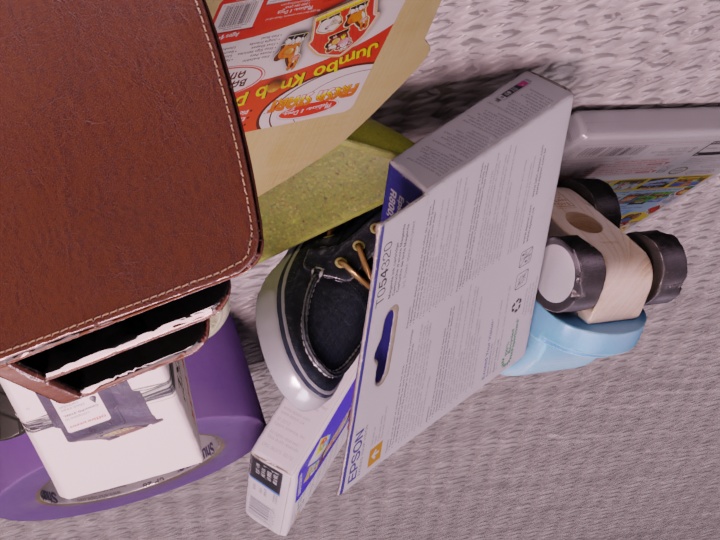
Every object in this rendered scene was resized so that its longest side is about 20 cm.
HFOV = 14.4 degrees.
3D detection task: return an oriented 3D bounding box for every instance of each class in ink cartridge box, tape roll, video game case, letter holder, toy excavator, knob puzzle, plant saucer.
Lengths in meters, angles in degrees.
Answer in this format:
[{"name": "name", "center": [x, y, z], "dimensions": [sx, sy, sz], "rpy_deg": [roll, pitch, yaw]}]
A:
[{"name": "ink cartridge box", "center": [0.043, 0.006, 1.665], "dimensions": [0.200, 0.043, 0.197], "rpy_deg": [-33, 142, -44]}, {"name": "tape roll", "center": [-0.170, 0.101, 1.974], "dimensions": [0.199, 0.085, 0.200], "rpy_deg": [-17, 165, -5]}, {"name": "video game case", "center": [0.159, -0.062, 1.903], "dimensions": [0.200, 0.023, 0.182], "rpy_deg": [-5, 160, -41]}, {"name": "letter holder", "center": [-0.115, -0.063, 1.268], "dimensions": [0.142, 0.201, 0.101], "rpy_deg": [-21, 164, 10]}, {"name": "ink cartridge box", "center": [-0.149, 0.004, 1.458], "dimensions": [0.084, 0.145, 0.200], "rpy_deg": [-14, 147, 1]}, {"name": "toy excavator", "center": [0.092, 0.028, 1.850], "dimensions": [0.100, 0.194, 0.200], "rpy_deg": [-4, 125, -42]}, {"name": "knob puzzle", "center": [-0.050, -0.102, 1.438], "dimensions": [0.219, 0.030, 0.220], "rpy_deg": [-28, 153, -15]}, {"name": "ink cartridge box", "center": [-0.014, 0.081, 2.038], "dimensions": [0.200, 0.043, 0.198], "rpy_deg": [-56, 173, -16]}, {"name": "plant saucer", "center": [-0.083, -0.051, 1.626], "dimensions": [0.200, 0.048, 0.200], "rpy_deg": [-25, 163, 24]}]

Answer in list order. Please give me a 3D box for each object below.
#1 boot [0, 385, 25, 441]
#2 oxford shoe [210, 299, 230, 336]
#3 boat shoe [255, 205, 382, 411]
[{"name": "boot", "center": [-0.252, 0.067, 1.745], "dimensions": [0.199, 0.068, 0.131], "rpy_deg": [5, 179, 29]}, {"name": "oxford shoe", "center": [-0.164, 0.039, 1.819], "dimensions": [0.200, 0.075, 0.058], "rpy_deg": [-23, -161, 24]}, {"name": "boat shoe", "center": [0.000, 0.000, 1.707], "dimensions": [0.091, 0.071, 0.200], "rpy_deg": [-26, -154, 26]}]
